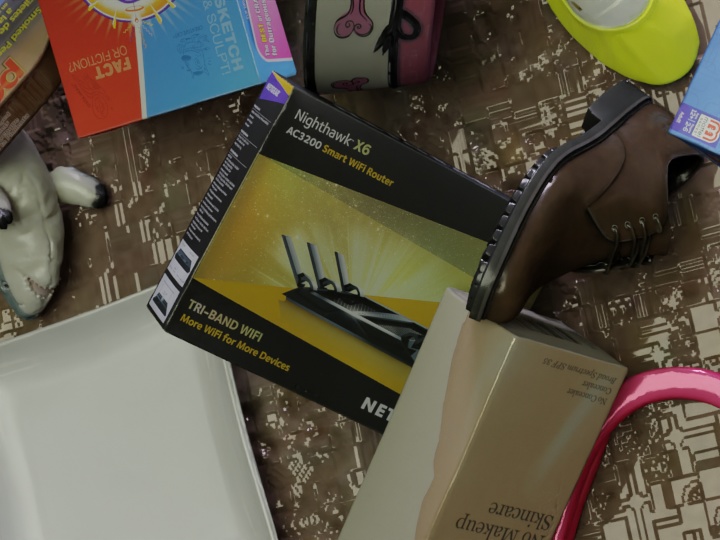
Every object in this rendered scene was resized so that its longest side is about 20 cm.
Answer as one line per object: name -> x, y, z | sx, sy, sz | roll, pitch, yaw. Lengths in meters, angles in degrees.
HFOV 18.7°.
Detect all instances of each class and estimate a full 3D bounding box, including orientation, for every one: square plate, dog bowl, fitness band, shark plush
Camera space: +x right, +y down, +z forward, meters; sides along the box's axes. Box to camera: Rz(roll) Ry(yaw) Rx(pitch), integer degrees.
square plate -> -0.156, 0.123, 1.399 | 0.199, 0.028, 0.199 | -19, 78, 19
dog bowl -> 0.017, -0.198, 1.283 | 0.073, 0.200, 0.201 | 8, 87, 3
fitness band -> 0.175, 0.154, 1.260 | 0.143, 0.037, 0.201 | 19, 93, 22
shark plush -> -0.261, -0.062, 1.444 | 0.200, 0.091, 0.083 | 43, 131, 15

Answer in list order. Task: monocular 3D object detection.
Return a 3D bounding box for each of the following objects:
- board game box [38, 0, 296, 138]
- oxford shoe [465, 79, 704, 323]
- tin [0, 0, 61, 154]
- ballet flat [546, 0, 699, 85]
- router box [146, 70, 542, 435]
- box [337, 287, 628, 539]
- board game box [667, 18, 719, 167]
board game box -> -0.134, -0.196, 1.337 | 0.152, 0.040, 0.201 | -13, 95, 34
oxford shoe -> 0.132, -0.030, 1.228 | 0.084, 0.073, 0.200 | 36, 55, 14
tin -> -0.266, -0.108, 1.402 | 0.200, 0.042, 0.112 | -49, 51, -6
ballet flat -> 0.125, -0.193, 1.299 | 0.067, 0.067, 0.200 | -38, 73, 12
router box -> 0.000, 0.000, 1.273 | 0.199, 0.052, 0.158 | 26, 96, -22
box -> 0.062, 0.122, 1.256 | 0.078, 0.095, 0.201 | 36, 107, 53
board game box -> 0.245, -0.147, 1.201 | 0.045, 0.152, 0.201 | 25, 95, 22
